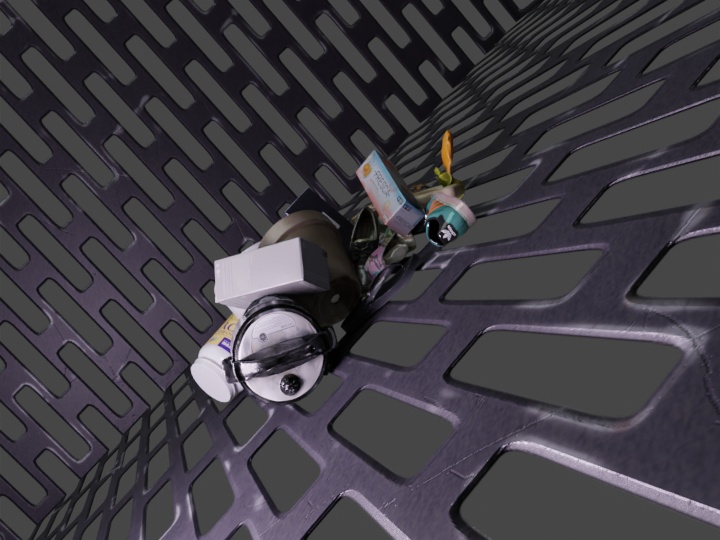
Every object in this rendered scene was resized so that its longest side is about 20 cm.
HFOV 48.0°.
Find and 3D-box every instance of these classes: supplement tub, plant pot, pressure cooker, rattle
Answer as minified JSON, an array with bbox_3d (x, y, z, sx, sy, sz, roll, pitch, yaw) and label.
[{"bbox_3d":[-0.307,0.205,1.980,0.145,0.146,0.201,-32,15,53],"label":"supplement tub"},{"bbox_3d":[-0.089,0.010,1.608,0.200,0.200,0.173,-44,48,-3],"label":"plant pot"},{"bbox_3d":[-0.141,0.142,1.420,0.179,0.176,0.200,-60,10,-3],"label":"pressure cooker"},{"bbox_3d":[0.111,-0.187,1.693,0.196,0.145,0.131,-9,27,29],"label":"rattle"}]

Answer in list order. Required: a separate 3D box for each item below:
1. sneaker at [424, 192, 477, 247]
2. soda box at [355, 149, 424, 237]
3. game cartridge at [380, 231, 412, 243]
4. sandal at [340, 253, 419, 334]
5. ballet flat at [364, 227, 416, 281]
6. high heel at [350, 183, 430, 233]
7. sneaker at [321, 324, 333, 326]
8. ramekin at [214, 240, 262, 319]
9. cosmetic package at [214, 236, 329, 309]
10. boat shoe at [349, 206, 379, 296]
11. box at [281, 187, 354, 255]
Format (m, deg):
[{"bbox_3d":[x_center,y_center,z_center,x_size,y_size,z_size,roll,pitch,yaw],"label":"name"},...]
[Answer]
[{"bbox_3d":[0.144,-0.089,1.472,0.080,0.072,0.200,-40,10,-4],"label":"sneaker"},{"bbox_3d":[0.059,-0.161,1.663,0.069,0.063,0.202,-46,41,18],"label":"soda box"},{"bbox_3d":[0.048,-0.052,1.880,0.199,0.038,0.131,-37,16,42],"label":"game cartridge"},{"bbox_3d":[0.032,0.039,1.498,0.200,0.043,0.076,-43,9,12],"label":"sandal"},{"bbox_3d":[0.072,-0.043,1.635,0.070,0.070,0.201,-16,21,32],"label":"ballet flat"},{"bbox_3d":[0.072,-0.145,1.831,0.194,0.073,0.143,-10,26,0],"label":"high heel"},{"bbox_3d":[-0.101,0.091,1.727,0.078,0.091,0.201,-36,13,31],"label":"sneaker"},{"bbox_3d":[-0.239,0.029,1.914,0.199,0.098,0.201,-38,-17,-14],"label":"ramekin"},{"bbox_3d":[-0.163,0.008,1.497,0.196,0.093,0.106,-11,-16,28],"label":"cosmetic package"},{"bbox_3d":[0.007,-0.043,1.666,0.070,0.067,0.205,-4,52,11],"label":"boat shoe"},{"bbox_3d":[-0.105,-0.062,1.970,0.104,0.199,0.183,-49,-4,-34],"label":"box"}]
